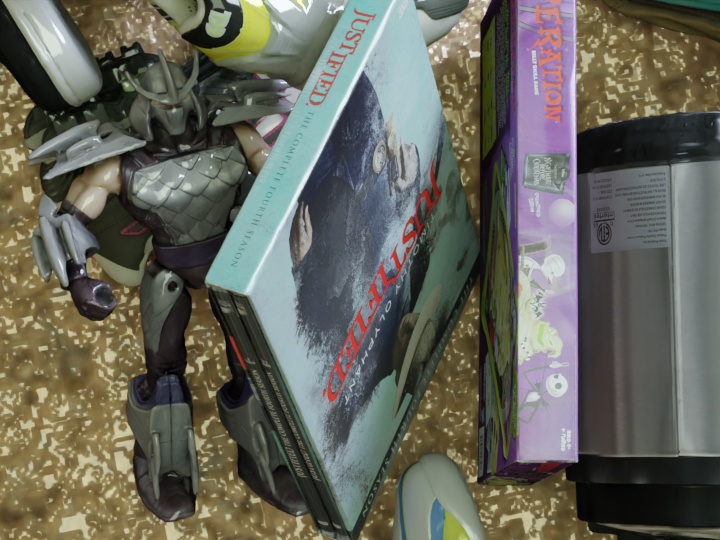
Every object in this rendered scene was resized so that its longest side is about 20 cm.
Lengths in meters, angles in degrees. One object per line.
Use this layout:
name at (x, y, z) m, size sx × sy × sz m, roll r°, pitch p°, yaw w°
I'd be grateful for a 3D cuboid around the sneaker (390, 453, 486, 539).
sneaker at (0.005, 0.179, 0.980) m, size 0.105 × 0.076 × 0.201 m, roll -3°, pitch 90°, yaw -4°

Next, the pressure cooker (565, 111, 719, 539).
pressure cooker at (0.164, 0.040, 0.945) m, size 0.178 × 0.176 × 0.201 m, roll -1°, pitch 86°, yaw -1°

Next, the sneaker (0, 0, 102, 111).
sneaker at (-0.198, -0.118, 0.961) m, size 0.112 × 0.073 × 0.200 m, roll -37°, pitch 71°, yaw 0°

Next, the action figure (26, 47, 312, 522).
action figure at (-0.064, 0.003, 0.942) m, size 0.130 × 0.069 × 0.201 m, roll -11°, pitch 117°, yaw -8°

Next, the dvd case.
dvd case at (0.000, 0.000, 0.908) m, size 0.022 × 0.200 × 0.146 m, roll 16°, pitch 62°, yaw 20°

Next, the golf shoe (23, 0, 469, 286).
golf shoe at (-0.040, -0.070, 0.992) m, size 0.199 × 0.077 × 0.088 m, roll -24°, pitch 113°, yaw -4°

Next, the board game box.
board game box at (0.066, -0.018, 0.939) m, size 0.032 × 0.120 × 0.201 m, roll 1°, pitch 81°, yaw 0°

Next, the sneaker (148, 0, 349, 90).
sneaker at (-0.067, -0.146, 0.931) m, size 0.076 × 0.200 × 0.076 m, roll 9°, pitch 118°, yaw -39°

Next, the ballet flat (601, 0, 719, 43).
ballet flat at (0.181, -0.113, 0.956) m, size 0.200 × 0.063 × 0.069 m, roll 28°, pitch 100°, yaw 38°
